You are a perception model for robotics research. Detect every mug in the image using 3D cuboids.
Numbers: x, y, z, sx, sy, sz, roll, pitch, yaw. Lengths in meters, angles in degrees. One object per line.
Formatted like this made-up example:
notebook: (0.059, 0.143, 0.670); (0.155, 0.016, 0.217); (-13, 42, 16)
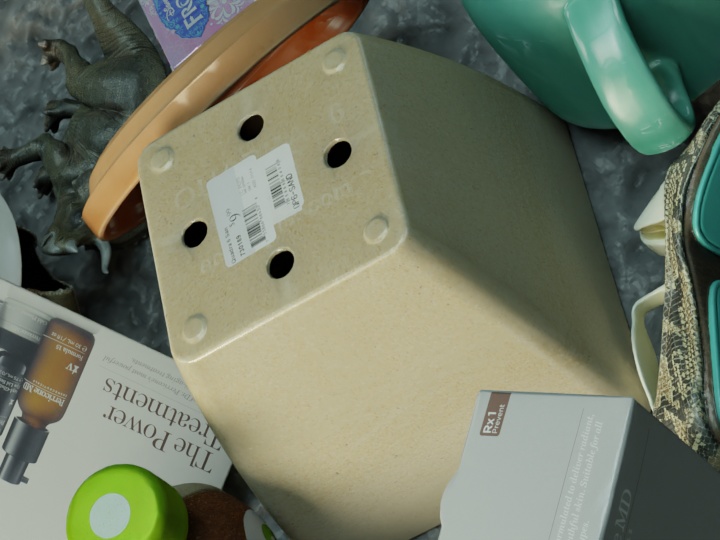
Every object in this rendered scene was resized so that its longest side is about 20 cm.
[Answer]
mug: (0.130, -0.160, 1.317); (0.152, 0.114, 0.185); (-48, 37, -4)

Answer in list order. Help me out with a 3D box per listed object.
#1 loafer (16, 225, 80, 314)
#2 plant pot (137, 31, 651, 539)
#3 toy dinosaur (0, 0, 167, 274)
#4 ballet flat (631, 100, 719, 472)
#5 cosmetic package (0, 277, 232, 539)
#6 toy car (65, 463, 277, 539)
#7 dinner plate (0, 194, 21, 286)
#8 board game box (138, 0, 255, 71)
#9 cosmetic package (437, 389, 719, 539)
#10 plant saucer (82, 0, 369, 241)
loafer: (-0.216, -0.007, 1.507); (0.200, 0.075, 0.070); (40, 124, 38)
plant pot: (0.000, 0.000, 1.299); (0.199, 0.177, 0.201); (-27, 53, 19)
toy dinosaur: (-0.149, -0.085, 1.529); (0.102, 0.077, 0.201); (8, 67, 25)
ballet flat: (0.163, 0.005, 1.264); (0.075, 0.068, 0.201); (-17, 57, 45)
cosmetic package: (-0.173, 0.096, 1.359); (0.152, 0.199, 0.052); (-68, 13, -12)
toy car: (-0.050, 0.207, 1.239); (0.199, 0.164, 0.158); (27, 82, 31)
dinner plate: (-0.261, 0.036, 1.456); (0.199, 0.024, 0.201); (-22, 57, 38)
board game box: (-0.059, -0.234, 1.559); (0.199, 0.041, 0.200); (-38, 50, 11)
cosmetic package: (0.118, 0.137, 1.124); (0.090, 0.200, 0.107); (1, 66, 35)
plant saucer: (-0.076, -0.094, 1.404); (0.200, 0.200, 0.032); (-43, 86, 7)
